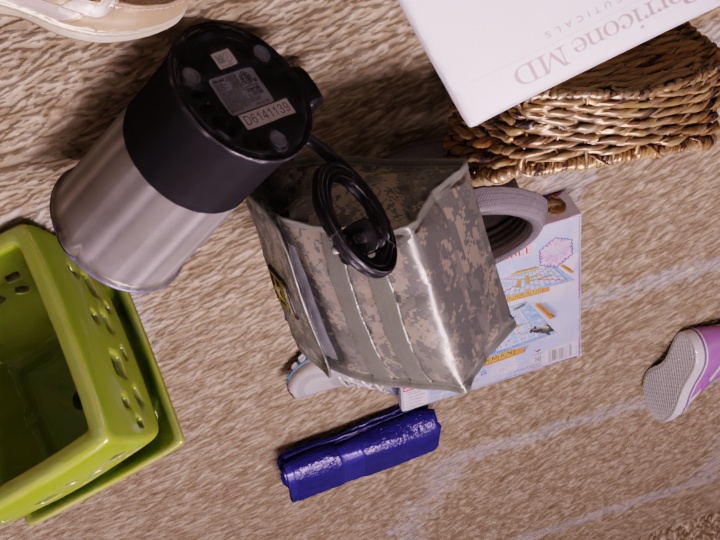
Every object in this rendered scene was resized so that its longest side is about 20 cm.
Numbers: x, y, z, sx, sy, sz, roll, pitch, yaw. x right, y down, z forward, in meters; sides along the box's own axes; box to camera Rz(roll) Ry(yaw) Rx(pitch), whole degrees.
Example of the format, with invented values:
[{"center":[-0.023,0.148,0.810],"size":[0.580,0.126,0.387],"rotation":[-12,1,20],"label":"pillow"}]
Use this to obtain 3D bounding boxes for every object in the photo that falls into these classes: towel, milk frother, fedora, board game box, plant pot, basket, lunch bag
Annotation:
[{"center":[-0.003,0.216,2.203],"size":[0.199,0.050,0.148],"rotation":[-19,165,-6],"label":"towel"},{"center":[-0.094,-0.044,1.329],"size":[0.180,0.201,0.188],"rotation":[-4,152,-41],"label":"milk frother"},{"center":[0.060,-0.053,1.582],"size":[0.200,0.091,0.177],"rotation":[-26,157,30],"label":"fedora"},{"center":[0.121,0.032,1.803],"size":[0.199,0.041,0.200],"rotation":[-16,135,-11],"label":"board game box"},{"center":[-0.271,0.100,1.517],"size":[0.199,0.201,0.181],"rotation":[-29,162,18],"label":"plant pot"},{"center":[0.180,-0.110,1.432],"size":[0.199,0.143,0.149],"rotation":[-10,126,-24],"label":"basket"},{"center":[0.000,0.000,1.455],"size":[0.199,0.165,0.118],"rotation":[4,-143,35],"label":"lunch bag"}]

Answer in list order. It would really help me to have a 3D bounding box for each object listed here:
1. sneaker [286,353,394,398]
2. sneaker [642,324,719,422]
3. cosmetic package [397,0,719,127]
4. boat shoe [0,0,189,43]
[{"center":[0.018,0.101,1.902],"size":[0.199,0.087,0.075],"rotation":[-24,159,10],"label":"sneaker"},{"center":[0.443,0.130,2.360],"size":[0.114,0.073,0.201],"rotation":[-15,157,-21],"label":"sneaker"},{"center":[0.079,-0.229,1.016],"size":[0.167,0.167,0.200],"rotation":[-26,129,9],"label":"cosmetic package"},{"center":[-0.177,-0.187,1.097],"size":[0.199,0.074,0.069],"rotation":[0,156,-39],"label":"boat shoe"}]
